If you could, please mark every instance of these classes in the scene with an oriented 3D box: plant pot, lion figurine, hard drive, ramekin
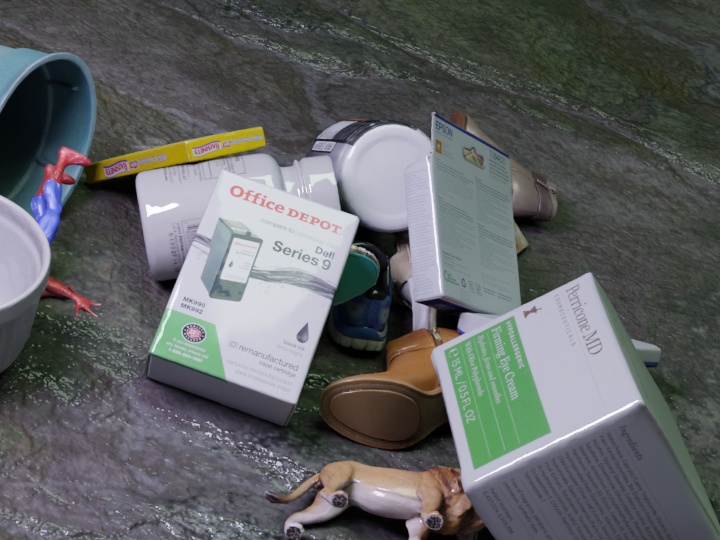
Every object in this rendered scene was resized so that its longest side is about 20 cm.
[{"bbox_3d":[-0.405,-0.156,1.640,0.196,0.200,0.200,22,29,17],"label":"plant pot"},{"bbox_3d":[0.021,0.200,1.432,0.200,0.073,0.122,17,22,2],"label":"lion figurine"},{"bbox_3d":[0.212,0.074,1.706,0.132,0.025,0.200,15,5,38],"label":"hard drive"},{"bbox_3d":[-0.379,0.018,1.423,0.200,0.105,0.200,10,36,-8],"label":"ramekin"}]

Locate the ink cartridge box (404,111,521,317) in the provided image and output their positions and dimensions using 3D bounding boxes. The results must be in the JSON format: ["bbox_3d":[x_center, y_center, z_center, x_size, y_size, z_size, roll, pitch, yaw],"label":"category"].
[{"bbox_3d":[0.111,-0.048,1.733,0.041,0.200,0.200,-10,-16,29],"label":"ink cartridge box"}]

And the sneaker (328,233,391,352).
[{"bbox_3d":[0.000,0.000,1.725,0.079,0.089,0.200,9,29,-20],"label":"sneaker"}]

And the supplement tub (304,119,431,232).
[{"bbox_3d":[0.007,-0.109,1.817,0.122,0.123,0.200,11,2,-17],"label":"supplement tub"}]

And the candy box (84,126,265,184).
[{"bbox_3d":[-0.201,-0.123,1.732,0.102,0.026,0.200,-19,8,-40],"label":"candy box"}]

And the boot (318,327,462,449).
[{"bbox_3d":[0.044,0.103,1.605,0.200,0.077,0.155,-4,27,-13],"label":"boot"}]

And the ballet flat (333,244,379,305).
[{"bbox_3d":[-0.082,0.012,1.622,0.200,0.076,0.064,-16,23,-14],"label":"ballet flat"}]

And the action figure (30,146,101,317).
[{"bbox_3d":[-0.290,-0.015,1.571,0.099,0.065,0.200,30,52,-17],"label":"action figure"}]

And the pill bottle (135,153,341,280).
[{"bbox_3d":[-0.123,-0.060,1.657,0.200,0.114,0.114,-9,35,-6],"label":"pill bottle"}]

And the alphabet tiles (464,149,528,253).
[{"bbox_3d":[0.132,-0.083,1.895,0.167,0.008,0.200,59,20,0],"label":"alphabet tiles"}]

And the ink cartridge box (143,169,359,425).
[{"bbox_3d":[-0.101,0.024,1.525,0.146,0.084,0.200,19,68,-2],"label":"ink cartridge box"}]

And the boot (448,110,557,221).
[{"bbox_3d":[0.181,-0.128,2.082,0.146,0.070,0.200,22,30,-12],"label":"boot"}]

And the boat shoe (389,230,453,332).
[{"bbox_3d":[0.064,0.014,1.772,0.068,0.075,0.200,-6,37,9],"label":"boat shoe"}]

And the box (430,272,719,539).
[{"bbox_3d":[0.189,0.156,1.426,0.200,0.171,0.199,57,12,-32],"label":"box"}]
